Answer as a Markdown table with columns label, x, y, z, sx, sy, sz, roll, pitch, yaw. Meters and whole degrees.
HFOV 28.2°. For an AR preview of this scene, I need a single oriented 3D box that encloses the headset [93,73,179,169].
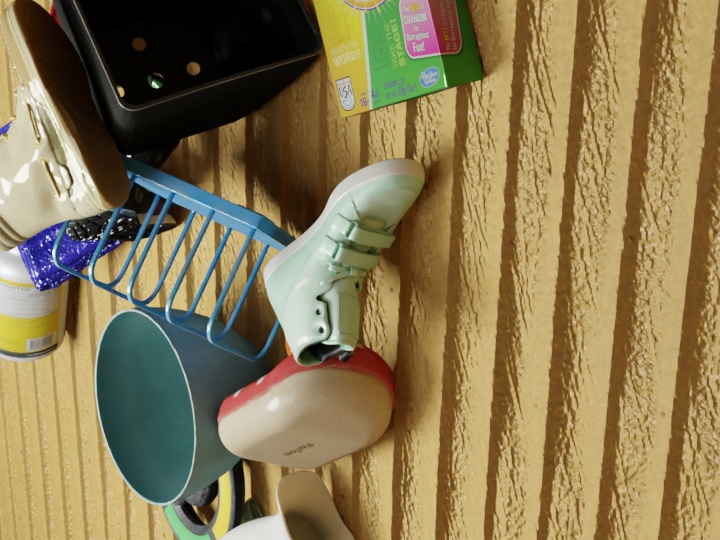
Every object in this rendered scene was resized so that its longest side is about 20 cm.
| label | x | y | z | sx | sy | sz | roll | pitch | yaw |
| --- | --- | --- | --- | --- | --- | --- | --- | --- | --- |
| headset | -0.248 | -0.147 | 1.452 | 0.122 | 0.201 | 0.095 | 18 | 136 | 0 |

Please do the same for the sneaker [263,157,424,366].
| label | x | y | z | sx | sy | sz | roll | pitch | yaw |
| --- | --- | --- | --- | --- | --- | --- | --- | --- | --- |
| sneaker | 0.000 | 0.000 | 1.225 | 0.200 | 0.073 | 0.119 | -44 | 51 | 34 |

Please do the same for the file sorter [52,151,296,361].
| label | x | y | z | sx | sy | sz | roll | pitch | yaw |
| --- | --- | --- | --- | --- | --- | --- | --- | --- | --- |
| file sorter | -0.168 | -0.015 | 1.350 | 0.198 | 0.139 | 0.124 | 24 | 85 | 24 |

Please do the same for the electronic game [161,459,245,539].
| label | x | y | z | sx | sy | sz | roll | pitch | yaw |
| --- | --- | --- | --- | --- | --- | --- | --- | --- | --- |
| electronic game | -0.189 | 0.229 | 1.633 | 0.199 | 0.041 | 0.203 | 18 | 112 | 53 |

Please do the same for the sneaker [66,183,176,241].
| label | x | y | z | sx | sy | sz | roll | pitch | yaw |
| --- | --- | --- | --- | --- | --- | --- | --- | --- | --- |
| sneaker | -0.265 | -0.081 | 1.514 | 0.075 | 0.200 | 0.089 | -17 | 86 | 12 |

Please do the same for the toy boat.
| label | x | y | z | sx | sy | sz | roll | pitch | yaw |
| --- | --- | --- | --- | --- | --- | --- | --- | --- | --- |
| toy boat | -0.049 | 0.105 | 1.360 | 0.200 | 0.129 | 0.132 | -32 | 49 | 54 |

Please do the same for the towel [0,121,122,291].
| label | x | y | z | sx | sy | sz | roll | pitch | yaw |
| --- | --- | --- | --- | --- | --- | --- | --- | --- | --- |
| towel | -0.369 | -0.094 | 1.698 | 0.147 | 0.049 | 0.202 | -32 | 75 | 15 |

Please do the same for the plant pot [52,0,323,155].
| label | x | y | z | sx | sy | sz | roll | pitch | yaw |
| --- | --- | --- | --- | --- | --- | --- | --- | --- | --- |
| plant pot | -0.180 | -0.220 | 1.336 | 0.202 | 0.198 | 0.178 | 64 | 155 | 12 |

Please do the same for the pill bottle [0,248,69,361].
| label | x | y | z | sx | sy | sz | roll | pitch | yaw |
| --- | --- | --- | --- | --- | --- | --- | --- | --- | --- |
| pill bottle | -0.426 | 0.008 | 1.824 | 0.112 | 0.111 | 0.202 | 43 | 135 | 35 |

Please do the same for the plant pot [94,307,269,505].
| label | x | y | z | sx | sy | sz | roll | pitch | yaw |
| --- | --- | --- | --- | --- | --- | --- | --- | --- | --- |
| plant pot | -0.170 | 0.129 | 1.494 | 0.199 | 0.134 | 0.203 | 16 | 110 | 49 |

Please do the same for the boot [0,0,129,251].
| label | x | y | z | sx | sy | sz | roll | pitch | yaw |
| --- | --- | --- | --- | --- | --- | --- | --- | --- | --- |
| boot | -0.311 | -0.128 | 1.296 | 0.154 | 0.073 | 0.202 | -19 | 101 | 27 |

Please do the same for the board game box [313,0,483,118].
| label | x | y | z | sx | sy | sz | roll | pitch | yaw |
| --- | --- | --- | --- | --- | --- | --- | --- | --- | --- |
| board game box | 0.017 | -0.238 | 1.173 | 0.152 | 0.040 | 0.203 | -8 | 97 | 55 |

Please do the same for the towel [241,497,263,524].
| label | x | y | z | sx | sy | sz | roll | pitch | yaw |
| --- | --- | --- | --- | --- | --- | --- | --- | --- | --- |
| towel | -0.136 | 0.364 | 1.648 | 0.200 | 0.023 | 0.154 | -45 | 66 | 52 |

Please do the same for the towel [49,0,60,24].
| label | x | y | z | sx | sy | sz | roll | pitch | yaw |
| --- | --- | --- | --- | --- | --- | --- | --- | --- | --- |
| towel | -0.307 | -0.209 | 1.490 | 0.200 | 0.022 | 0.147 | 110 | 171 | -76 |

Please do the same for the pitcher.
| label | x | y | z | sx | sy | sz | roll | pitch | yaw |
| --- | --- | --- | --- | --- | --- | --- | --- | --- | --- |
| pitcher | -0.075 | 0.327 | 1.475 | 0.172 | 0.121 | 0.200 | 52 | 127 | 12 |
